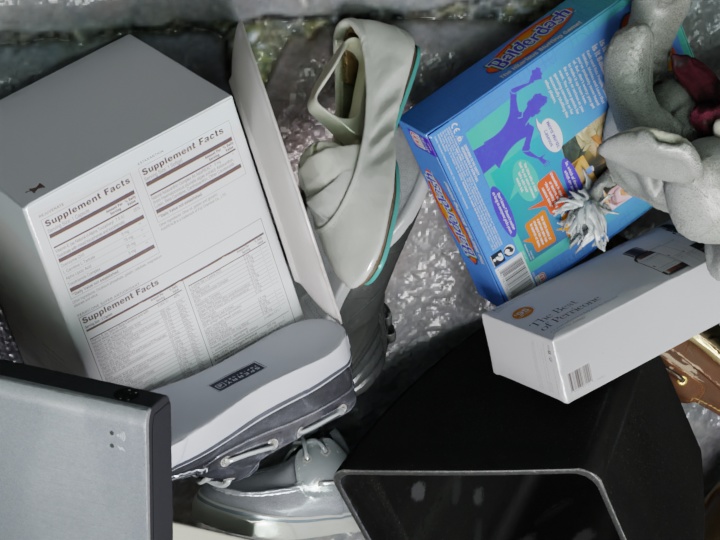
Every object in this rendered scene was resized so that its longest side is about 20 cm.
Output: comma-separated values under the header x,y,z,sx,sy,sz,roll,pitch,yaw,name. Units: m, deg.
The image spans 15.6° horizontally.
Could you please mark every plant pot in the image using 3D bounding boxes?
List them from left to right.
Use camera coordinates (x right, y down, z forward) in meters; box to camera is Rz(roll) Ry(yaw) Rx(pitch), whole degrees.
x,y,z,sx,sy,sz,roll,pitch,yaw,name
0.131,0.143,1.787,0.199,0.178,0.200,-2,131,33,plant pot

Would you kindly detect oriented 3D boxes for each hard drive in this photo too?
x,y,z,sx,sy,sz,roll,pitch,yaw,name
-0.205,0.120,1.538,0.198,0.033,0.141,11,116,22,hard drive

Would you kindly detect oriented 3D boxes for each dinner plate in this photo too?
x,y,z,sx,sy,sz,roll,pitch,yaw,name
-0.052,-0.059,1.644,0.024,0.200,0.201,-19,120,-2,dinner plate

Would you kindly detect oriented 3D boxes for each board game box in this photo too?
x,y,z,sx,sy,sz,roll,pitch,yaw,name
0.139,-0.091,1.749,0.199,0.045,0.153,-35,121,-14,board game box

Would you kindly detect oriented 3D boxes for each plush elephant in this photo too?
x,y,z,sx,sy,sz,roll,pitch,yaw,name
0.225,-0.079,1.681,0.165,0.155,0.201,39,86,-34,plush elephant

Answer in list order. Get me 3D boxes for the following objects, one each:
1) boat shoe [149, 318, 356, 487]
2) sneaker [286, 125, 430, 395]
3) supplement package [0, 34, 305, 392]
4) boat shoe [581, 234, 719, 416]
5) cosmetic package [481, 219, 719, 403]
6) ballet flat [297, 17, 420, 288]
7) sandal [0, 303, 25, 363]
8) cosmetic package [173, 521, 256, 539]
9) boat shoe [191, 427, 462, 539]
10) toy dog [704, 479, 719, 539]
x,y,z,sx,sy,sz,roll,pitch,yaw,name
-0.088,0.100,1.599,0.199,0.072,0.068,-28,121,-27,boat shoe
0.000,0.000,1.774,0.201,0.070,0.099,-61,152,-6,sneaker
-0.146,-0.012,1.650,0.150,0.152,0.201,-29,122,-19,supplement package
0.221,0.058,1.864,0.068,0.072,0.200,-43,114,14,boat shoe
0.185,0.018,1.743,0.199,0.082,0.051,-26,113,-27,cosmetic package
-0.008,-0.079,1.666,0.069,0.201,0.070,7,145,5,ballet flat
-0.234,0.061,1.749,0.076,0.043,0.202,12,103,-29,sandal
-0.164,0.195,1.744,0.199,0.103,0.074,17,82,-28,cosmetic package
-0.022,0.144,1.840,0.199,0.070,0.072,-1,105,-20,boat shoe
0.274,0.215,1.911,0.199,0.140,0.194,-31,144,16,toy dog
